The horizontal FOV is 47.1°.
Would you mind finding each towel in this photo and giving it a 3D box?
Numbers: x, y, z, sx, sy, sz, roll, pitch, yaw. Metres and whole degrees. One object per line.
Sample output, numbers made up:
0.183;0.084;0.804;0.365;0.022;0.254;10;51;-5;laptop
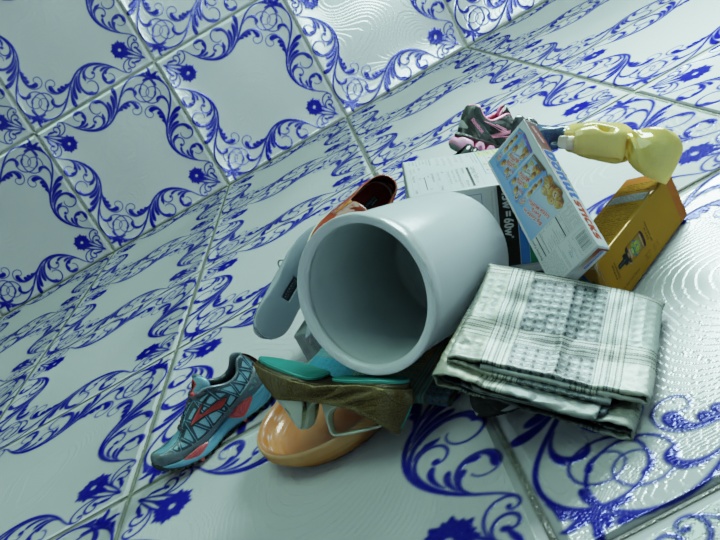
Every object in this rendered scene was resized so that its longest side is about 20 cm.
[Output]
0.187;0.064;0.793;0.191;0.035;0.200;14;38;18;towel
0.038;0.105;0.964;0.198;0.022;0.147;3;30;30;towel

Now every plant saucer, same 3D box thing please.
-0.032;0.169;0.997;0.199;0.038;0.200;-27;19;10;plant saucer

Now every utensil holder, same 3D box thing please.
0.055;0.005;0.919;0.169;0.172;0.199;-17;2;36;utensil holder

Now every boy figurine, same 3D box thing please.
0.283;-0.148;0.990;0.198;0.065;0.124;15;12;29;boy figurine

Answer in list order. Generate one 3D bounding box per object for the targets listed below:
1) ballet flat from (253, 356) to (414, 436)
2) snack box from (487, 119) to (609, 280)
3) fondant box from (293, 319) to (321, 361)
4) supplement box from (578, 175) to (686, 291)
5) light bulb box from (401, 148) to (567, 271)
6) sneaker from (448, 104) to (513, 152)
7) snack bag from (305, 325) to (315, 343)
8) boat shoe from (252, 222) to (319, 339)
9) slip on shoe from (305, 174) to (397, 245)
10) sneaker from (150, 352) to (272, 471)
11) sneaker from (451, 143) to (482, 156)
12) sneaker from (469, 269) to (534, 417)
-0.035;0.141;0.896;0.198;0.073;0.068;5;2;25;ballet flat
0.206;-0.077;0.929;0.072;0.024;0.201;-51;43;35;snack box
0.018;0.051;1.194;0.198;0.059;0.145;-20;21;28;fondant box
0.303;-0.034;0.958;0.068;0.067;0.200;-8;28;49;supplement box
0.164;-0.081;1.116;0.198;0.126;0.199;-8;20;3;light bulb box
0.244;-0.221;1.364;0.079;0.198;0.096;21;98;66;sneaker
0.000;0.000;1.160;0.200;0.021;0.189;-43;13;13;snack bag
-0.096;0.017;1.227;0.203;0.074;0.086;-60;13;-17;boat shoe
-0.012;-0.071;1.195;0.200;0.074;0.061;-48;-3;-30;slip on shoe
-0.218;0.189;1.140;0.200;0.096;0.079;-40;20;-27;sneaker
0.142;-0.111;1.269;0.200;0.099;0.071;-52;1;31;sneaker
0.156;0.075;0.882;0.073;0.080;0.200;-15;26;35;sneaker
